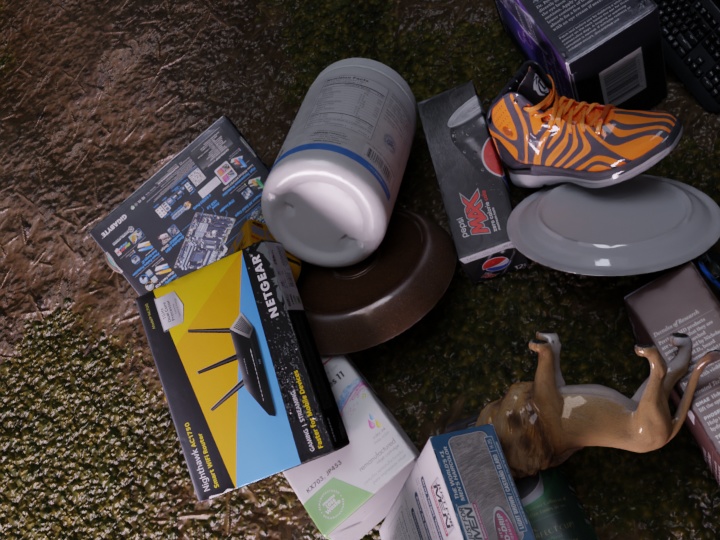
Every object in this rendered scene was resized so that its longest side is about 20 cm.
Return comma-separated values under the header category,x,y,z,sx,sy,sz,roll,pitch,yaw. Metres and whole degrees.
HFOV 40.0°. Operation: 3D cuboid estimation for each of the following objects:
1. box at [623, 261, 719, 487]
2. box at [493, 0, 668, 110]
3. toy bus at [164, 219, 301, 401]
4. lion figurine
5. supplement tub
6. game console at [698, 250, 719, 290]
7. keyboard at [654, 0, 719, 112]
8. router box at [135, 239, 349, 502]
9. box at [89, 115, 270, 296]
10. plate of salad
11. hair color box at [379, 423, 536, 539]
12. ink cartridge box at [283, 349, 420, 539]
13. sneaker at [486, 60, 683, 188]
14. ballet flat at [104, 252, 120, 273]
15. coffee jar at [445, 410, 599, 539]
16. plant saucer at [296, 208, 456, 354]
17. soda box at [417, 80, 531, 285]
category,x,y,z,sx,sy,sz,roll,pitch,yaw
box,0.305,0.105,0.841,0.074,0.100,0.202,-26,58,7
box,0.219,-0.262,1.025,0.103,0.148,0.202,-31,57,5
toy bus,-0.135,0.054,1.026,0.202,0.064,0.079,-58,25,22
lion figurine,0.190,0.115,0.799,0.196,0.072,0.125,2,99,14
supplement tub,-0.017,-0.113,1.019,0.129,0.134,0.202,-5,38,19
game console,0.414,0.024,0.831,0.119,0.169,0.201,-54,55,22
keyboard,0.326,-0.265,0.991,0.104,0.039,0.201,-44,74,32
router box,-0.112,0.094,0.928,0.147,0.051,0.204,-23,81,16
box,-0.173,-0.044,1.090,0.199,0.046,0.160,-40,93,0
plate of salad,0.236,-0.039,0.926,0.196,0.049,0.201,-7,30,4
hair color box,0.074,0.220,0.821,0.059,0.201,0.101,-9,58,-17
ink cartridge box,-0.034,0.152,0.974,0.117,0.067,0.201,-40,58,0
sneaker,0.195,-0.141,0.928,0.198,0.113,0.078,-6,38,46
ballet flat,-0.203,-0.058,1.146,0.198,0.067,0.069,-31,90,-1
coffee jar,0.147,0.211,0.862,0.103,0.085,0.203,-24,60,9
plant saucer,0.000,0.000,1.009,0.197,0.035,0.202,-19,36,14
soda box,0.117,-0.093,1.034,0.070,0.063,0.203,-19,61,12
